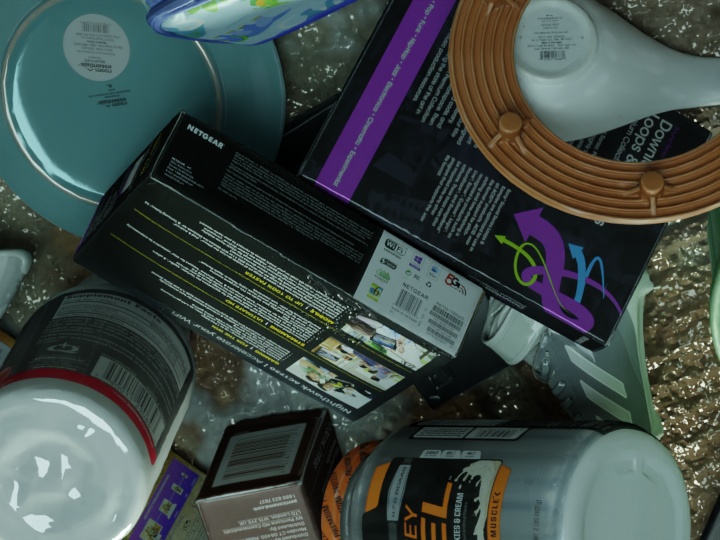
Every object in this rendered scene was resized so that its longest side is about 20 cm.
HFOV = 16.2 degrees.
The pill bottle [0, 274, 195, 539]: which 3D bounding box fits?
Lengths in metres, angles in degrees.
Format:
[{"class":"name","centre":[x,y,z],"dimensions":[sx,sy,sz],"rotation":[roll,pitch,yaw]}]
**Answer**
[{"class":"pill bottle","centre":[-0.158,0.075,1.481],"dimensions":[0.111,0.200,0.111],"rotation":[3,114,7]}]

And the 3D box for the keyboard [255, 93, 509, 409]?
[{"class":"keyboard","centre":[0.000,0.000,1.524],"dimensions":[0.127,0.021,0.200],"rotation":[-31,105,19]}]

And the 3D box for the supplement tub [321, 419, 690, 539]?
[{"class":"supplement tub","centre":[0.080,0.147,1.468],"dimensions":[0.200,0.123,0.123],"rotation":[-4,118,45]}]

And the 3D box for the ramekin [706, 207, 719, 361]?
[{"class":"ramekin","centre":[0.287,-0.011,1.408],"dimensions":[0.200,0.098,0.200],"rotation":[-1,127,-2]}]

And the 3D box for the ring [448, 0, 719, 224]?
[{"class":"ring","centre":[0.147,-0.119,1.369],"dimensions":[0.200,0.201,0.019],"rotation":[8,157,5]}]

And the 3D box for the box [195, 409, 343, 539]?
[{"class":"box","centre":[-0.033,0.199,1.574],"dimensions":[0.075,0.100,0.200],"rotation":[-11,113,13]}]

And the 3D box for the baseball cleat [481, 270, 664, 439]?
[{"class":"baseball cleat","centre":[0.125,0.062,1.500],"dimensions":[0.106,0.070,0.200],"rotation":[-7,103,-7]}]

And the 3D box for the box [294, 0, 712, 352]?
[{"class":"box","centre":[0.081,-0.062,1.431],"dimensions":[0.200,0.036,0.143],"rotation":[29,76,-3]}]

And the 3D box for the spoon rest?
[{"class":"spoon rest","centre":[0.149,-0.116,1.415],"dimensions":[0.200,0.099,0.061],"rotation":[1,160,0]}]

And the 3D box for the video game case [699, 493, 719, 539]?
[{"class":"video game case","centre":[0.300,0.183,1.557],"dimensions":[0.181,0.026,0.200],"rotation":[19,115,0]}]

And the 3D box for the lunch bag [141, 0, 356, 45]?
[{"class":"lunch bag","centre":[-0.017,-0.191,1.361],"dimensions":[0.200,0.161,0.083],"rotation":[-24,83,19]}]

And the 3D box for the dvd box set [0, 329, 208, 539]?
[{"class":"dvd box set","centre":[-0.181,0.139,1.544],"dimensions":[0.200,0.146,0.029],"rotation":[36,132,-9]}]

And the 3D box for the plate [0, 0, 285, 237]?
[{"class":"plate","centre":[-0.143,-0.103,1.485],"dimensions":[0.200,0.026,0.200],"rotation":[5,113,13]}]

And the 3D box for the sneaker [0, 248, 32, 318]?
[{"class":"sneaker","centre":[-0.284,-0.041,1.531],"dimensions":[0.200,0.075,0.087],"rotation":[38,91,-7]}]

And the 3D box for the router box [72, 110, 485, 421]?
[{"class":"router box","centre":[-0.050,0.002,1.442],"dimensions":[0.200,0.051,0.149],"rotation":[31,153,-12]}]
